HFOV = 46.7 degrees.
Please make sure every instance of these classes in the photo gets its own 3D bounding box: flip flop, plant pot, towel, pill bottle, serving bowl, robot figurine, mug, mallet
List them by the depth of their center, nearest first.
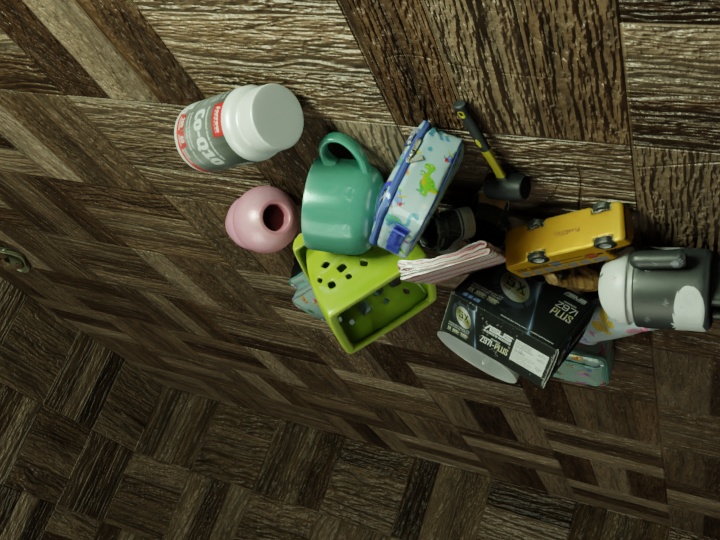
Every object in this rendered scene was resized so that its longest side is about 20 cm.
[{"bbox_3d":[0.170,-0.166,1.176,0.066,0.041,0.200,2,147,45],"label":"mallet"},{"bbox_3d":[0.458,0.024,1.239,0.199,0.125,0.151,3,112,28],"label":"robot figurine"},{"bbox_3d":[-0.185,-0.217,1.266,0.200,0.114,0.114,-4,148,48],"label":"pill bottle"},{"bbox_3d":[0.152,-0.013,1.311,0.146,0.030,0.200,-16,172,18],"label":"towel"},{"bbox_3d":[-0.021,-0.109,1.323,0.114,0.152,0.185,9,155,10],"label":"mug"},{"bbox_3d":[0.000,0.000,1.474,0.182,0.200,0.199,55,174,25],"label":"plant pot"},{"bbox_3d":[0.268,0.163,1.809,0.200,0.066,0.200,33,169,7],"label":"serving bowl"},{"bbox_3d":[-1.119,-0.027,2.676,0.081,0.058,0.200,20,159,3],"label":"flip flop"}]

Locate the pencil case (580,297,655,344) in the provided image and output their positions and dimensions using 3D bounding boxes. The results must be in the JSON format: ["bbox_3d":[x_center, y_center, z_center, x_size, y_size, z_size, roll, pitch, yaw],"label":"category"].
[{"bbox_3d":[0.446,0.073,1.430,0.083,0.091,0.200,63,153,3],"label":"pencil case"}]

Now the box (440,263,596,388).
[{"bbox_3d":[0.264,0.077,1.393,0.200,0.164,0.086,30,131,22],"label":"box"}]

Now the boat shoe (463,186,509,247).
[{"bbox_3d":[0.201,-0.065,1.349,0.074,0.062,0.200,15,160,9],"label":"boat shoe"}]

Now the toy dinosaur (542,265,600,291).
[{"bbox_3d":[0.379,0.016,1.359,0.199,0.061,0.106,-3,-162,-14],"label":"toy dinosaur"}]

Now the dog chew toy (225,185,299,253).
[{"bbox_3d":[-0.198,-0.094,1.583,0.124,0.125,0.200,31,165,-24],"label":"dog chew toy"}]

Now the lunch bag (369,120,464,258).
[{"bbox_3d":[0.077,-0.109,1.207,0.082,0.161,0.200,26,165,3],"label":"lunch bag"}]

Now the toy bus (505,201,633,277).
[{"bbox_3d":[0.313,-0.044,1.252,0.200,0.065,0.078,-14,153,38],"label":"toy bus"}]

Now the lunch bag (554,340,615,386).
[{"bbox_3d":[0.409,0.163,1.689,0.200,0.077,0.160,11,157,24],"label":"lunch bag"}]

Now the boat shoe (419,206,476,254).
[{"bbox_3d":[0.126,-0.068,1.350,0.071,0.072,0.200,-8,173,-9],"label":"boat shoe"}]

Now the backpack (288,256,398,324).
[{"bbox_3d":[-0.029,0.027,1.673,0.200,0.154,0.176,20,155,-20],"label":"backpack"}]
